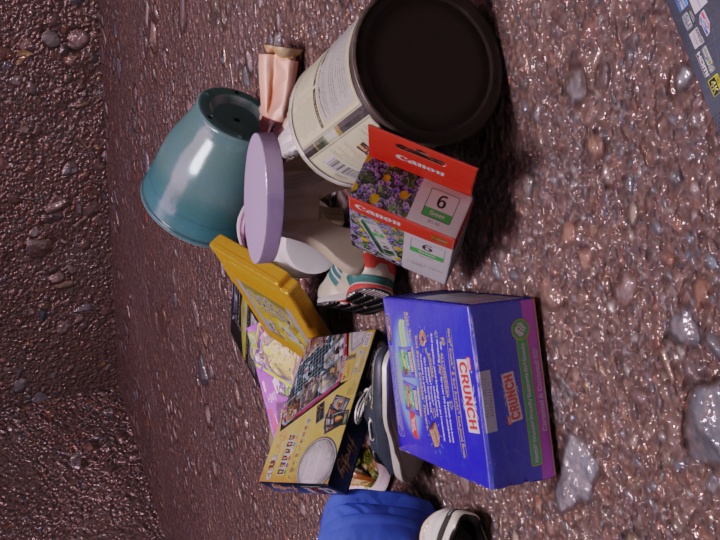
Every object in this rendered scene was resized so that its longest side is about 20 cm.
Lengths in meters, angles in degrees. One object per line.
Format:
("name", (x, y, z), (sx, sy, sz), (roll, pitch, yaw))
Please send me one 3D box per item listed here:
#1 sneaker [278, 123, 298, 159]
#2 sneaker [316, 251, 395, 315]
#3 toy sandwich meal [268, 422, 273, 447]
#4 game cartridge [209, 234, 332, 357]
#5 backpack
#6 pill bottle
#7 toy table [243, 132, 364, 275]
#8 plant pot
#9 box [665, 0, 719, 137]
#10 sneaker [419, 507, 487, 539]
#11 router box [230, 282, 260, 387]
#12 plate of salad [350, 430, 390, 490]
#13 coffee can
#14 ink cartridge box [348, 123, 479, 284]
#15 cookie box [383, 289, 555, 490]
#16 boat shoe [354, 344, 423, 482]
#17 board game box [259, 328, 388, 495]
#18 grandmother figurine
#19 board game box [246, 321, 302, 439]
("sneaker", (-0.052, -0.201, 1.242), (0.200, 0.077, 0.100), (-23, 71, 59))
("sneaker", (0.000, 0.000, 1.210), (0.200, 0.070, 0.094), (156, 125, -72))
("toy sandwich meal", (-0.113, 0.203, 1.541), (0.205, 0.070, 0.207), (171, 90, -68))
("game cartridge", (-0.111, 0.051, 1.348), (0.176, 0.032, 0.200), (27, 157, 43))
("backpack", (0.011, 0.346, 1.173), (0.168, 0.161, 0.201), (-94, 9, -49))
("pill bottle", (-0.093, -0.049, 1.329), (0.200, 0.112, 0.113), (-158, 61, -67))
("toy table", (-0.064, -0.080, 1.106), (0.200, 0.116, 0.185), (140, 124, -72))
("plant pot", (-0.218, -0.169, 1.511), (0.188, 0.199, 0.201), (-59, 43, 38))
("box", (0.250, -0.136, 0.529), (0.158, 0.051, 0.201), (133, 125, -62))
("sneaker", (0.115, 0.351, 1.030), (0.088, 0.075, 0.201), (-45, 58, 61))
("router box", (-0.172, 0.071, 1.658), (0.157, 0.052, 0.201), (-124, 33, -46))
("plate of salad", (-0.029, 0.219, 1.325), (0.200, 0.048, 0.201), (32, 132, 44))
("coffee can", (0.026, -0.171, 0.943), (0.200, 0.145, 0.147), (163, 97, -68))
("ink cartridge box", (0.046, -0.056, 0.914), (0.200, 0.108, 0.051), (87, -153, -73))
("cookie box", (0.101, 0.109, 0.965), (0.200, 0.075, 0.172), (-176, 78, -69))
("boat shoe", (0.032, 0.160, 1.121), (0.062, 0.075, 0.201), (19, 141, 31))
("board game box", (-0.042, 0.174, 1.204), (0.135, 0.035, 0.201), (-11, 52, 47))
("grandmother figurine", (-0.123, -0.215, 1.382), (0.121, 0.060, 0.201), (-137, 53, -70))
("board game box", (-0.099, 0.158, 1.462), (0.120, 0.032, 0.201), (-25, 70, 24))
